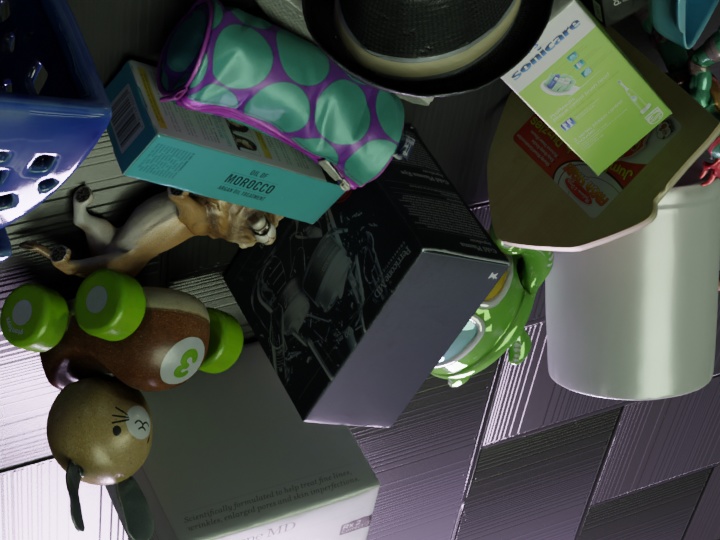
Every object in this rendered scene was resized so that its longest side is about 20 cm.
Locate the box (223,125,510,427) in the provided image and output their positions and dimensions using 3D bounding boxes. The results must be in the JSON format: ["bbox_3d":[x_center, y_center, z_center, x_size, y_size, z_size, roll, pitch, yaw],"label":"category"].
[{"bbox_3d":[0.000,0.000,1.452,0.104,0.182,0.200,7,127,-41],"label":"box"}]

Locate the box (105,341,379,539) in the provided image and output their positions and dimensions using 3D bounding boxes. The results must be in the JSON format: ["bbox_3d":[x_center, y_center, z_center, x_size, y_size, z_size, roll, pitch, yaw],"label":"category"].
[{"bbox_3d":[-0.118,0.187,1.560,0.198,0.200,0.131,-13,139,-23],"label":"box"}]

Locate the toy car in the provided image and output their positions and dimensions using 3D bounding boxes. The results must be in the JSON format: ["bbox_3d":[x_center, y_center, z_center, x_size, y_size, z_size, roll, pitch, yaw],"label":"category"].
[{"bbox_3d":[-0.199,0.119,1.400,0.157,0.201,0.164,-9,161,31],"label":"toy car"}]

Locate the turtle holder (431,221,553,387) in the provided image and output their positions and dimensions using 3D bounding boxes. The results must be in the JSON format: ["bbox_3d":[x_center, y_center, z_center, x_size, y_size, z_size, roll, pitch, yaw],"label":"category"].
[{"bbox_3d":[0.091,0.021,1.561,0.132,0.185,0.141,29,69,-32],"label":"turtle holder"}]

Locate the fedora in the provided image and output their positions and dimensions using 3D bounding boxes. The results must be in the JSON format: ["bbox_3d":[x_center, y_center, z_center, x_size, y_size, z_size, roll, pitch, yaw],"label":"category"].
[{"bbox_3d":[0.053,-0.224,1.225,0.200,0.201,0.092,-22,155,-13],"label":"fedora"}]

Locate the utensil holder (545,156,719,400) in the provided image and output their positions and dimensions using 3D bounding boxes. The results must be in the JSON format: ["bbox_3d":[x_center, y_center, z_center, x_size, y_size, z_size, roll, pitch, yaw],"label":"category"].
[{"bbox_3d":[0.252,0.002,1.582,0.170,0.170,0.201,-9,107,-28],"label":"utensil holder"}]

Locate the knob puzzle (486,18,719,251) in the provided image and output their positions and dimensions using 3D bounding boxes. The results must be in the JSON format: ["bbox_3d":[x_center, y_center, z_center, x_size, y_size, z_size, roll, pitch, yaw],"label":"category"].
[{"bbox_3d":[0.193,-0.096,1.471,0.220,0.220,0.030,-42,143,12],"label":"knob puzzle"}]

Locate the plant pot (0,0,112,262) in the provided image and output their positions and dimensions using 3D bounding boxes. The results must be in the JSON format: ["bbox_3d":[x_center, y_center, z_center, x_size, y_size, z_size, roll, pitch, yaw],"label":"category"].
[{"bbox_3d":[-0.305,-0.113,1.104,0.200,0.200,0.180,3,136,-38],"label":"plant pot"}]

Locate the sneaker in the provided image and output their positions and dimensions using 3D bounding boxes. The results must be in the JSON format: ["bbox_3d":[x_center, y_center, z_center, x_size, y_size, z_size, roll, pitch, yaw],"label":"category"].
[{"bbox_3d":[-0.004,-0.206,1.332,0.200,0.074,0.082,29,83,-44],"label":"sneaker"}]

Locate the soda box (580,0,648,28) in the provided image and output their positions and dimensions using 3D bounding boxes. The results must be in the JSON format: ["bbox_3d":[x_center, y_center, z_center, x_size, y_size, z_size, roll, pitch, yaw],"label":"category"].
[{"bbox_3d":[0.200,-0.294,1.367,0.071,0.063,0.200,-29,143,-5],"label":"soda box"}]

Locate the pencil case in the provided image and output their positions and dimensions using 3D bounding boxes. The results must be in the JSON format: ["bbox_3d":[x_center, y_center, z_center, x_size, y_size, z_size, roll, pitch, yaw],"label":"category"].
[{"bbox_3d":[-0.058,-0.133,1.311,0.200,0.093,0.085,24,161,-32],"label":"pencil case"}]

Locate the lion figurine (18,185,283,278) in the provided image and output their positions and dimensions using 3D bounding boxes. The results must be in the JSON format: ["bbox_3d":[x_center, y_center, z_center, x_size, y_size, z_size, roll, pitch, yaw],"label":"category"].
[{"bbox_3d":[-0.168,-0.035,1.400,0.200,0.073,0.123,-21,151,7],"label":"lion figurine"}]

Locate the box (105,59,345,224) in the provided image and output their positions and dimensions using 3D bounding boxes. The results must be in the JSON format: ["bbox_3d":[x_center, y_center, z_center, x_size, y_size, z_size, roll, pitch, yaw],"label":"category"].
[{"bbox_3d":[-0.107,-0.099,1.345,0.200,0.082,0.049,14,132,-44],"label":"box"}]

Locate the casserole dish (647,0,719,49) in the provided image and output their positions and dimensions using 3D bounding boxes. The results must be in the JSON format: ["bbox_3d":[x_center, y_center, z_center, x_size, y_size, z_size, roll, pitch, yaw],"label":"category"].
[{"bbox_3d":[0.278,-0.270,1.397,0.200,0.039,0.121,-56,150,-38],"label":"casserole dish"}]

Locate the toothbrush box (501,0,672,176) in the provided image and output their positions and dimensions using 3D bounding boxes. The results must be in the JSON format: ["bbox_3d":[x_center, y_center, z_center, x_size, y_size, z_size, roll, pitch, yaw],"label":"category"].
[{"bbox_3d":[0.149,-0.188,1.381,0.086,0.146,0.200,-40,143,11],"label":"toothbrush box"}]

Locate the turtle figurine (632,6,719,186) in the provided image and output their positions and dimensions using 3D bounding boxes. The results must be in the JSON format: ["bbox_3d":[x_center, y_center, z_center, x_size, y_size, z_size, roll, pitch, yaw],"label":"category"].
[{"bbox_3d":[0.303,-0.161,1.474,0.100,0.200,0.150,-24,145,-2],"label":"turtle figurine"}]
